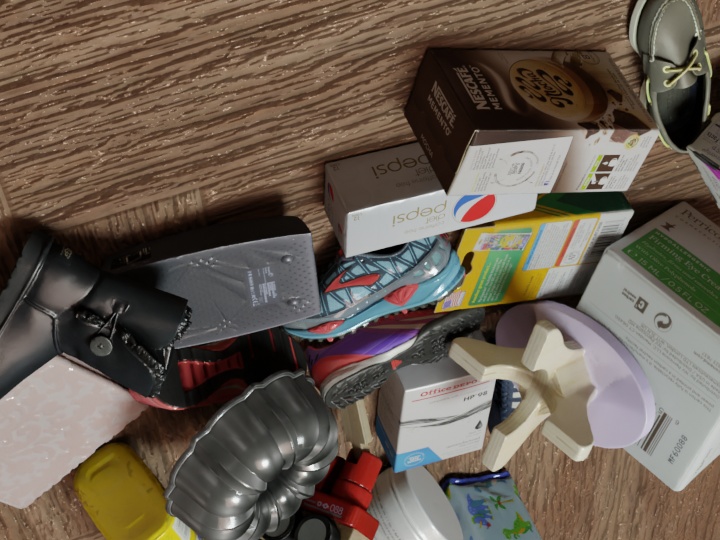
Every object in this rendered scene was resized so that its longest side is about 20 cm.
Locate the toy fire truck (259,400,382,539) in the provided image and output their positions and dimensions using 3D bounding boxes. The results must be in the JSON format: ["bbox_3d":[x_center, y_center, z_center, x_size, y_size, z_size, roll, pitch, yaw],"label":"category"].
[{"bbox_3d":[-0.054,0.213,1.655,0.129,0.175,0.202,46,63,-51],"label":"toy fire truck"}]

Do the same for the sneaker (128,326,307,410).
[{"bbox_3d":[-0.147,0.100,1.525,0.198,0.075,0.086,-5,174,-38],"label":"sneaker"}]

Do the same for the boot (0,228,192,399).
[{"bbox_3d":[-0.257,0.077,1.346,0.167,0.077,0.201,28,114,-10],"label":"boot"}]

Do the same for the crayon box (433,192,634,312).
[{"bbox_3d":[0.170,-0.026,1.551,0.198,0.052,0.126,-7,139,-24],"label":"crayon box"}]

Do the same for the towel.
[{"bbox_3d":[-0.338,0.151,1.488,0.199,0.032,0.191,-38,142,15],"label":"towel"}]

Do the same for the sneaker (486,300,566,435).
[{"bbox_3d":[0.170,0.116,1.708,0.084,0.075,0.202,-2,127,-30],"label":"sneaker"}]

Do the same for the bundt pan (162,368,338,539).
[{"bbox_3d":[-0.098,0.199,1.506,0.201,0.076,0.203,-38,154,-22],"label":"bundt pan"}]

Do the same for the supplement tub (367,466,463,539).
[{"bbox_3d":[0.011,0.335,1.826,0.199,0.133,0.132,-35,142,14],"label":"supplement tub"}]

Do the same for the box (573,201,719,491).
[{"bbox_3d":[0.342,0.078,1.605,0.171,0.199,0.201,-27,148,-44],"label":"box"}]

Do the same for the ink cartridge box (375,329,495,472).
[{"bbox_3d":[0.085,0.133,1.679,0.114,0.067,0.201,-13,141,-15],"label":"ink cartridge box"}]

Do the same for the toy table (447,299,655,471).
[{"bbox_3d":[0.194,0.118,1.550,0.116,0.199,0.186,-19,126,-45],"label":"toy table"}]

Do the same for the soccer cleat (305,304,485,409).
[{"bbox_3d":[0.036,0.071,1.579,0.198,0.073,0.068,-27,147,-9],"label":"soccer cleat"}]

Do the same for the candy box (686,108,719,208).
[{"bbox_3d":[0.426,-0.151,1.490,0.200,0.061,0.136,-48,143,0],"label":"candy box"}]

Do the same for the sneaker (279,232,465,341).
[{"bbox_3d":[0.000,0.000,1.485,0.198,0.079,0.096,-20,108,14],"label":"sneaker"}]

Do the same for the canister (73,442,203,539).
[{"bbox_3d":[-0.222,0.290,1.627,0.086,0.149,0.201,-37,142,-10],"label":"canister"}]

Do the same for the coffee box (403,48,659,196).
[{"bbox_3d":[0.154,-0.136,1.360,0.198,0.114,0.080,-4,138,-27],"label":"coffee box"}]

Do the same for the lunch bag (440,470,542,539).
[{"bbox_3d":[0.145,0.386,1.930,0.126,0.171,0.201,-3,140,-27],"label":"lunch bag"}]

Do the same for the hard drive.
[{"bbox_3d":[-0.140,0.012,1.413,0.197,0.043,0.136,-12,141,-5],"label":"hard drive"}]

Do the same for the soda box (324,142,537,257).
[{"bbox_3d":[0.068,-0.078,1.416,0.198,0.069,0.064,-14,142,-14],"label":"soda box"}]

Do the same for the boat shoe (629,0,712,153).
[{"bbox_3d":[0.299,-0.193,1.418,0.071,0.061,0.203,-23,143,-3],"label":"boat shoe"}]
